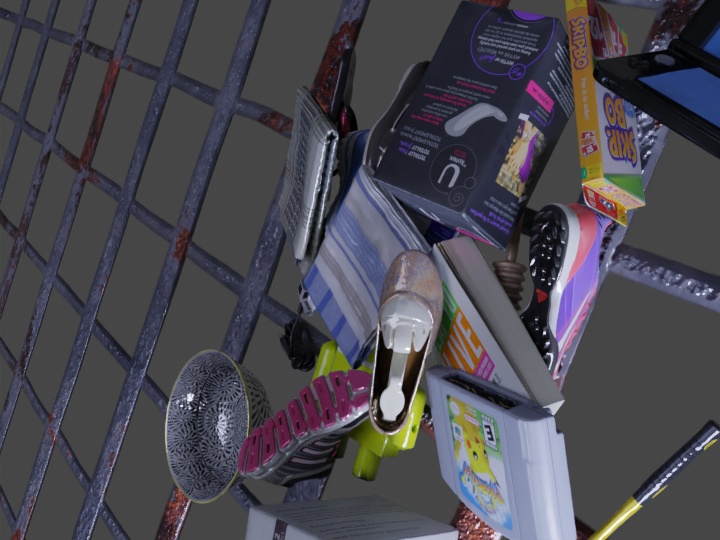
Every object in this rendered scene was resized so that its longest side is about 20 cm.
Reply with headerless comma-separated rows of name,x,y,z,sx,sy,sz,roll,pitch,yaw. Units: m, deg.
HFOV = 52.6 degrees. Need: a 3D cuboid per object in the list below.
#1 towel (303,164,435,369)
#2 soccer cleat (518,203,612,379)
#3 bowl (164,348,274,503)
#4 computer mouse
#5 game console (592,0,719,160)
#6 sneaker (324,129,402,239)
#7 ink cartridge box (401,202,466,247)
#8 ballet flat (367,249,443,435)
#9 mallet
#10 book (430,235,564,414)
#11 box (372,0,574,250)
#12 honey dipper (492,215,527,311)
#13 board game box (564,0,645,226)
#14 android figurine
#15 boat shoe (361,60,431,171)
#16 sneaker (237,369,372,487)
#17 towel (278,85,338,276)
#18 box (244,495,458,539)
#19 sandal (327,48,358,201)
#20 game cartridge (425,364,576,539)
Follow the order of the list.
towel,0.000,0.000,0.824,0.148,0.024,0.201,57,136,28
soccer cleat,0.194,0.036,0.703,0.068,0.072,0.204,-142,53,-59
bowl,-0.180,0.215,1.013,0.199,0.093,0.205,-12,73,43
computer mouse,-0.053,0.025,0.958,0.203,0.043,0.110,-69,20,7
game console,0.324,-0.175,0.584,0.200,0.173,0.118,50,143,40
sneaker,0.012,-0.083,0.900,0.088,0.078,0.204,-7,75,46
ink cartridge box,0.102,-0.083,0.837,0.099,0.039,0.202,38,106,42
ballet flat,0.043,0.081,0.737,0.067,0.067,0.204,9,115,7
mallet,0.229,0.202,0.622,0.201,0.065,0.041,-55,52,20
book,0.122,0.086,0.745,0.135,0.047,0.202,105,147,-48
box,0.122,-0.144,0.727,0.121,0.106,0.203,27,88,37
honey dipper,0.165,-0.061,0.770,0.038,0.038,0.204,3,81,45
board game box,0.230,-0.149,0.681,0.030,0.095,0.204,-10,74,41
android figurine,0.010,0.140,0.878,0.181,0.041,0.204,23,99,46
boat shoe,0.058,-0.164,0.850,0.056,0.067,0.203,5,63,39
sneaker,-0.047,0.191,0.857,0.199,0.087,0.074,-37,40,12
towel,-0.077,-0.119,0.949,0.193,0.034,0.203,-118,35,-56
box,-0.017,0.350,0.741,0.129,0.198,0.203,4,83,44
sandal,-0.022,-0.188,0.967,0.044,0.075,0.204,14,102,3
game cartridge,0.124,0.174,0.686,0.199,0.040,0.136,-168,63,-68
